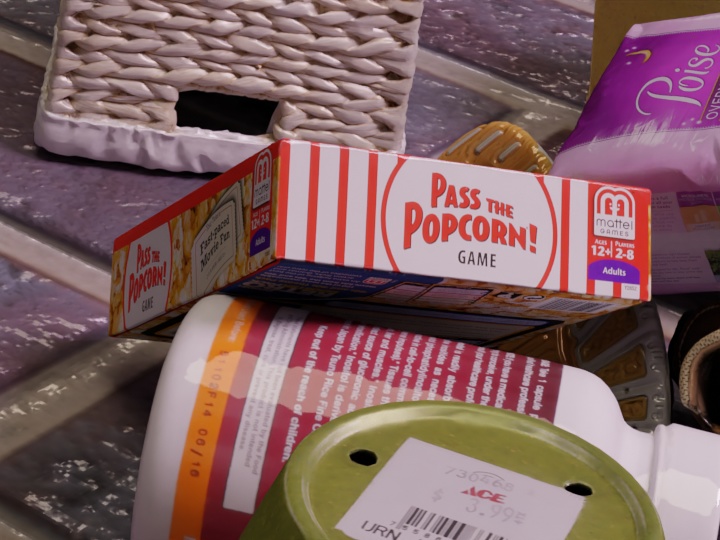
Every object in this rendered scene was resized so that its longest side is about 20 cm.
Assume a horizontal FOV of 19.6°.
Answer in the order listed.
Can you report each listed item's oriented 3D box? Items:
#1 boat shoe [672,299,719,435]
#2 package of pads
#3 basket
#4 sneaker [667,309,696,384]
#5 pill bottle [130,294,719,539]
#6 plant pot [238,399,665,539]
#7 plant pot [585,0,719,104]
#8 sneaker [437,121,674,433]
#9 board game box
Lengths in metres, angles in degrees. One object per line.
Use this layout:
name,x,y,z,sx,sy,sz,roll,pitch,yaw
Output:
boat shoe,0.156,0.040,0.787,0.075,0.075,0.202,24,3,-17
package of pads,0.186,-0.052,0.829,0.199,0.076,0.121,-2,39,34
basket,-0.066,-0.160,1.131,0.197,0.161,0.200,7,29,-6
sneaker,0.216,0.026,0.955,0.199,0.074,0.087,-21,46,-36
pill bottle,0.026,0.081,0.752,0.199,0.113,0.113,11,28,5
plant pot,0.015,0.143,0.539,0.186,0.201,0.187,7,28,-4
plant pot,0.236,-0.132,1.147,0.199,0.195,0.195,12,27,22
sneaker,0.099,0.022,0.929,0.075,0.088,0.201,-30,51,14
board game box,0.000,0.000,0.829,0.151,0.047,0.200,7,-12,-23
